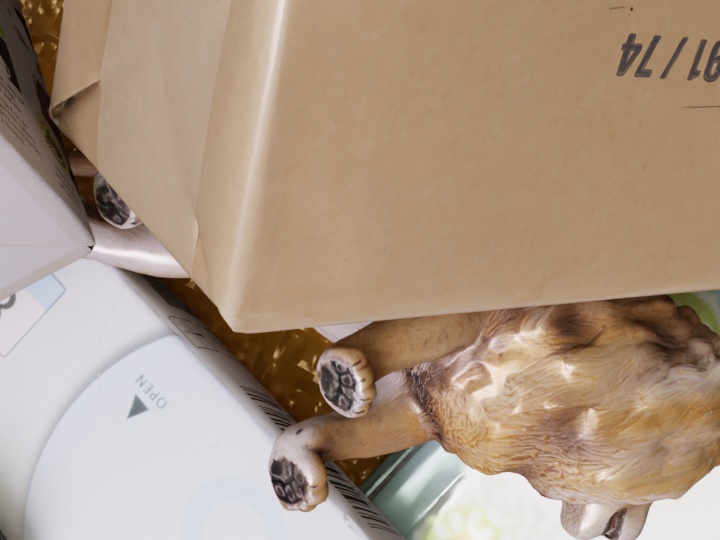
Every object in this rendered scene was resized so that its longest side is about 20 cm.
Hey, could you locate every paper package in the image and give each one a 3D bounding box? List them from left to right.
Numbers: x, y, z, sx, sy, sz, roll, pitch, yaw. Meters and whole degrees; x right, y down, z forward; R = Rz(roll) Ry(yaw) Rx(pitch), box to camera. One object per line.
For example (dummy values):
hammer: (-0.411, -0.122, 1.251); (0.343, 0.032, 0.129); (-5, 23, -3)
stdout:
paper package: (0.045, -0.093, 0.665); (0.199, 0.103, 0.191); (-5, 121, -29)

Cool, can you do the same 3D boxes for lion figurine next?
lion figurine: (0.000, 0.000, 0.738); (0.200, 0.122, 0.073); (42, 133, 26)

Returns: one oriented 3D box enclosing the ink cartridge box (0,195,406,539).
ink cartridge box: (-0.103, 0.097, 0.779); (0.200, 0.047, 0.160); (-47, 67, 4)

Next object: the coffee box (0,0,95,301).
coffee box: (-0.153, -0.071, 0.732); (0.113, 0.080, 0.200); (-27, 52, 9)

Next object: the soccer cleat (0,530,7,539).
soccer cleat: (-0.166, 0.134, 0.753); (0.065, 0.084, 0.200); (48, 113, 21)

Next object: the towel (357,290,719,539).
towel: (0.075, 0.105, 0.793); (0.171, 0.048, 0.200); (43, 95, -1)
